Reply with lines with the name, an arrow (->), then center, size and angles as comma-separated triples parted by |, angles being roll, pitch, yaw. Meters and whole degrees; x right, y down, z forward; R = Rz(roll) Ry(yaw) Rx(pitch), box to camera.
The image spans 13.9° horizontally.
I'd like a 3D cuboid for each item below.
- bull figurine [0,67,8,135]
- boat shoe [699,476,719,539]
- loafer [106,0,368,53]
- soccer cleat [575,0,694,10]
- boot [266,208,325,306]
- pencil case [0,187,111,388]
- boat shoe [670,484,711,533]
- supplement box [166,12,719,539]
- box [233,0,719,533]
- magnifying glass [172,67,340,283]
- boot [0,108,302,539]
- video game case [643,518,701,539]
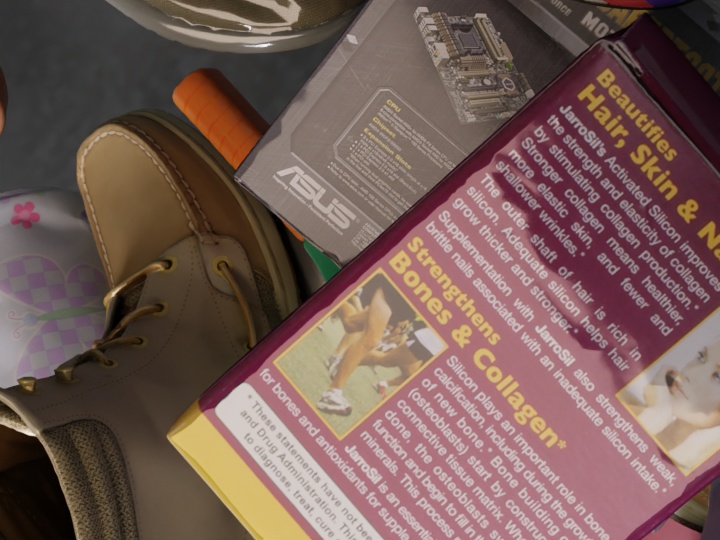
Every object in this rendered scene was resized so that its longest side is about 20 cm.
bull figurine -> -0.206, -0.038, 1.253 | 0.121, 0.065, 0.200 | 37, 133, 7
boat shoe -> 0.165, 0.083, 1.013 | 0.072, 0.200, 0.066 | -40, 97, 25
loafer -> -0.082, -0.144, 1.093 | 0.199, 0.075, 0.070 | 25, 135, 16
soccer cleat -> 0.032, -0.146, 0.968 | 0.199, 0.073, 0.068 | 31, 96, 4
boot -> -0.049, 0.035, 1.218 | 0.199, 0.077, 0.139 | -1, 101, 43
pencil case -> -0.117, 0.066, 1.181 | 0.083, 0.090, 0.201 | 100, 154, -63
boat shoe -> 0.097, 0.009, 1.098 | 0.200, 0.072, 0.076 | 47, 120, -6
supplement box -> 0.056, 0.029, 0.978 | 0.200, 0.103, 0.131 | -40, 90, 16
box -> 0.079, -0.033, 1.042 | 0.200, 0.048, 0.159 | 39, 104, 3
magnifying glass -> 0.000, 0.000, 1.098 | 0.022, 0.079, 0.200 | -47, 71, 21
boot -> -0.095, 0.032, 1.105 | 0.073, 0.155, 0.201 | -38, 69, 42
video game case -> 0.065, 0.137, 1.197 | 0.143, 0.017, 0.201 | 41, 126, 18
